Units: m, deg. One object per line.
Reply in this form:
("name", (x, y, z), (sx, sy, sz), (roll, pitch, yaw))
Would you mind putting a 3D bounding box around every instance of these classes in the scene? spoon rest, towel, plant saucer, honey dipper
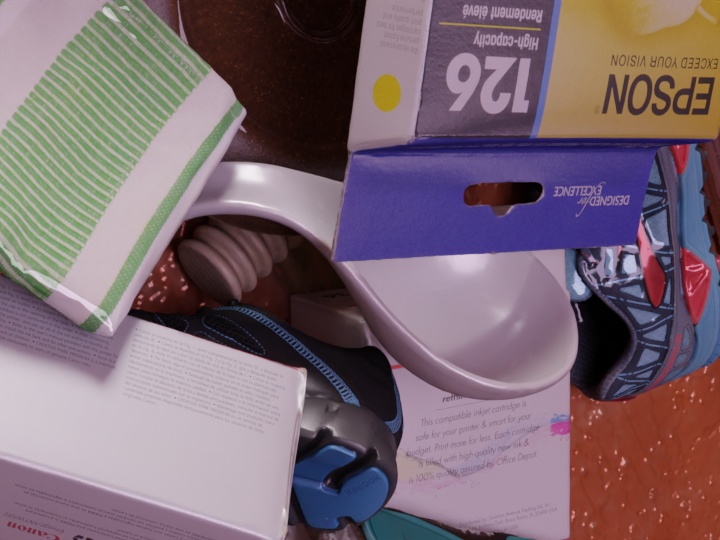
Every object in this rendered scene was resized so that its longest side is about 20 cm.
("spoon rest", (0.000, 0.000, 0.970), (0.199, 0.100, 0.061), (14, 132, -13))
("towel", (-0.136, -0.084, 0.861), (0.200, 0.023, 0.153), (46, 41, -18))
("plant saucer", (-0.026, -0.116, 1.006), (0.200, 0.037, 0.201), (3, 84, -32))
("honey dipper", (-0.001, -0.061, 1.056), (0.200, 0.038, 0.038), (-43, 119, -22))

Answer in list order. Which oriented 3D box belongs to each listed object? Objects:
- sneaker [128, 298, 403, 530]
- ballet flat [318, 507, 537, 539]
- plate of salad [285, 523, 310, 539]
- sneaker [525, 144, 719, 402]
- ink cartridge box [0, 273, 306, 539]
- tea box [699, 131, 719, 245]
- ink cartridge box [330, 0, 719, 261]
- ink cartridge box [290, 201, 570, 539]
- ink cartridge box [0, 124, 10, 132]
("sneaker", (-0.079, 0.049, 0.984), (0.199, 0.082, 0.073), (17, 128, -3))
("ballet flat", (0.053, 0.150, 1.041), (0.200, 0.072, 0.072), (21, 86, -33))
("plate of salad", (-0.106, 0.156, 0.988), (0.199, 0.048, 0.201), (1, 87, -18))
("sneaker", (0.115, -0.025, 1.114), (0.095, 0.079, 0.201), (-29, 113, -24))
("ink cartridge box", (-0.146, 0.086, 0.899), (0.199, 0.176, 0.084), (19, 49, -14))
("tea box", (0.287, -0.061, 1.188), (0.196, 0.133, 0.201), (-30, 113, -27))
("ink cartridge box", (0.082, -0.100, 0.960), (0.197, 0.047, 0.201), (-4, 104, -45))
("ink cartridge box", (0.033, 0.067, 1.081), (0.116, 0.067, 0.201), (-8, 104, -32))
("ink cartridge box", (-0.239, -0.075, 0.854), (0.200, 0.104, 0.059), (29, 81, -33))
